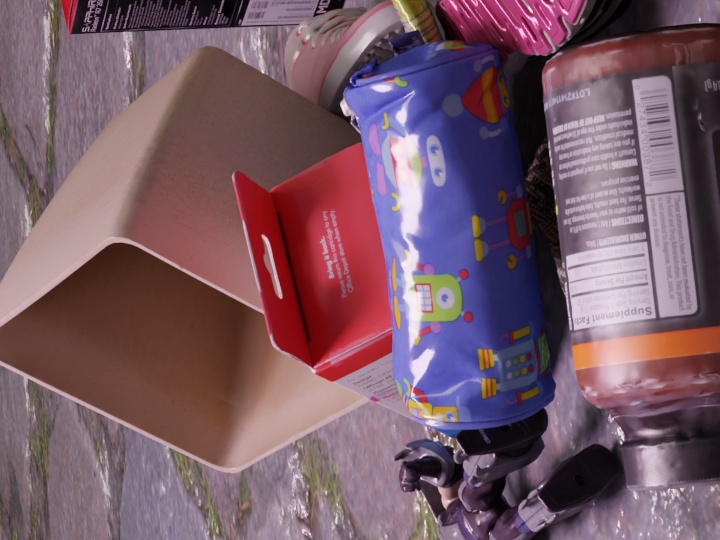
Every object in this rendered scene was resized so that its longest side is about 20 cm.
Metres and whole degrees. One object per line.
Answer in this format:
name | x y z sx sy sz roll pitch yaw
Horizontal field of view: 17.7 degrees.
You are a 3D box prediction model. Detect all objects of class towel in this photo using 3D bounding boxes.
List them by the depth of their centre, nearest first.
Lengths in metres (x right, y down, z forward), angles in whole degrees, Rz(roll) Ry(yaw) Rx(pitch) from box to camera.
towel | 0.053 -0.080 1.274 0.144 0.023 0.201 -90 -22 -78

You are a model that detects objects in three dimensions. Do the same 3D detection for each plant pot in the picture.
plant pot | -0.094 -0.017 1.435 0.200 0.199 0.178 -32 38 49

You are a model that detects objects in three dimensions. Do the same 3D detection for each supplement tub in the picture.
supplement tub | 0.143 -0.004 1.039 0.107 0.106 0.201 163 101 -71

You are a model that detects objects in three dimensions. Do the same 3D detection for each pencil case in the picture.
pencil case | 0.044 -0.019 1.172 0.078 0.086 0.201 -36 -62 -66

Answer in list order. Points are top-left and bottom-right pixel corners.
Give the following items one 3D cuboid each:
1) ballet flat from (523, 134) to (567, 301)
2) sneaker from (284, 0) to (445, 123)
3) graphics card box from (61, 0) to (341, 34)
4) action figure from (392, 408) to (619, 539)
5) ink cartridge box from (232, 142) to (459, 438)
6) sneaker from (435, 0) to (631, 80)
ballet flat | 0.129 -0.015 1.152 0.200 0.067 0.076 -113 35 -51
sneaker | -0.005 -0.141 1.490 0.200 0.075 0.105 112 143 -62
graphics card box | -0.119 -0.230 1.616 0.051 0.199 0.126 112 147 -53
action figure | 0.073 0.140 1.316 0.130 0.069 0.200 47 152 13
ink cartridge box | 0.017 0.009 1.292 0.067 0.200 0.117 -27 61 22
sneaker | 0.097 -0.150 1.155 0.074 0.087 0.200 55 168 2
